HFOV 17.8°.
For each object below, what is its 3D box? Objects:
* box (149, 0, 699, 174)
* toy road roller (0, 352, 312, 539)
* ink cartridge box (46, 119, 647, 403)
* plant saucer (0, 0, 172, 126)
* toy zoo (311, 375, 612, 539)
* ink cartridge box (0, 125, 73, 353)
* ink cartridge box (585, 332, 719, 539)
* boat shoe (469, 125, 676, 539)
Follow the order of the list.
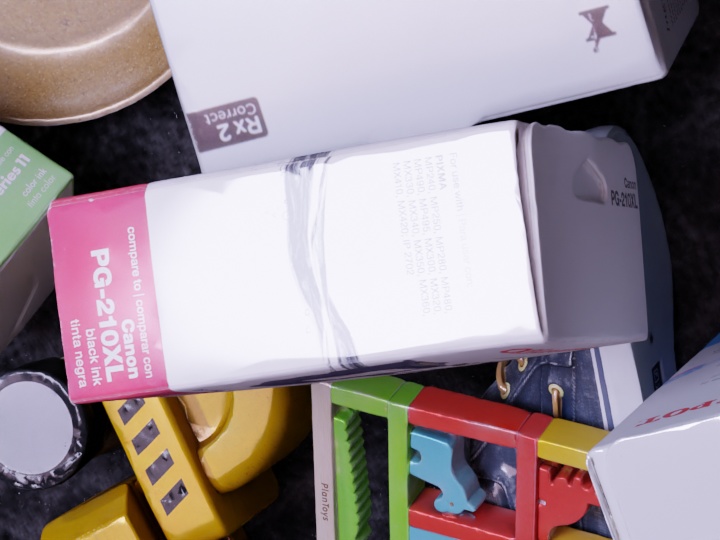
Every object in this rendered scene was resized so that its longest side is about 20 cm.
[{"bbox_3d":[0.015,-0.162,0.938,0.198,0.131,0.201,-12,104,18],"label":"box"},{"bbox_3d":[-0.073,0.097,1.070,0.145,0.123,0.201,-26,90,16],"label":"toy road roller"},{"bbox_3d":[0.000,0.000,0.914,0.199,0.145,0.085,-8,86,23],"label":"ink cartridge box"},{"bbox_3d":[-0.155,-0.166,1.064,0.199,0.035,0.201,3,118,5],"label":"plant saucer"},{"bbox_3d":[0.072,0.120,1.000,0.199,0.020,0.132,13,124,23],"label":"toy zoo"},{"bbox_3d":[-0.234,-0.056,1.092,0.200,0.117,0.067,34,69,6],"label":"ink cartridge box"},{"bbox_3d":[0.192,0.063,0.892,0.144,0.200,0.085,-18,93,27],"label":"ink cartridge box"},{"bbox_3d":[0.088,0.040,1.007,0.090,0.071,0.201,-4,100,26],"label":"boat shoe"}]
